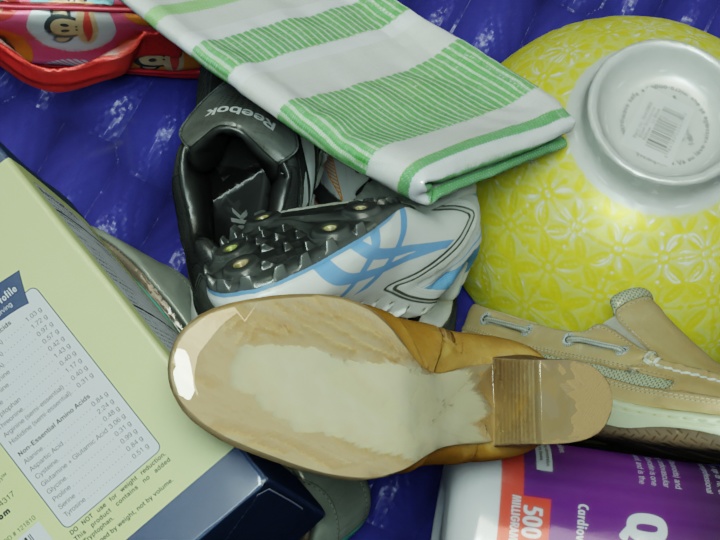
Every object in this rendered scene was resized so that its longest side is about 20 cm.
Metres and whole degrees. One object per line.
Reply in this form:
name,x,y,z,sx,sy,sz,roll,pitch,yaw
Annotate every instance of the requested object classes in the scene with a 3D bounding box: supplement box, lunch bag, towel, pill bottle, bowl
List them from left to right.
supplement box,-0.161,0.087,0.954,0.200,0.134,0.200,-40,74,-1
lunch bag,-0.143,-0.171,1.135,0.199,0.082,0.177,4,65,-4
towel,-0.012,-0.103,1.018,0.200,0.023,0.152,37,32,19
bowl,0.141,-0.053,1.093,0.199,0.108,0.201,2,65,-4
pill bottle,0.131,0.141,0.998,0.199,0.113,0.113,7,64,-2

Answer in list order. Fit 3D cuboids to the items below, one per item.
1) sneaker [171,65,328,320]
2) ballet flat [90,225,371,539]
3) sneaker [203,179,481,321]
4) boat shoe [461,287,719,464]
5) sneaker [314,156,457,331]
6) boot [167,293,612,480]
sneaker,-0.050,-0.062,1.024,0.066,0.091,0.201,0,62,6
ballet flat,-0.069,0.055,1.057,0.064,0.067,0.200,-23,67,-45
sneaker,0.000,0.000,0.970,0.072,0.200,0.073,-1,100,29
boat shoe,0.125,0.045,1.017,0.199,0.072,0.077,5,78,31
sneaker,0.004,-0.049,1.094,0.073,0.080,0.201,-9,68,-12
boot,-0.008,0.052,0.926,0.200,0.144,0.071,6,84,-26
